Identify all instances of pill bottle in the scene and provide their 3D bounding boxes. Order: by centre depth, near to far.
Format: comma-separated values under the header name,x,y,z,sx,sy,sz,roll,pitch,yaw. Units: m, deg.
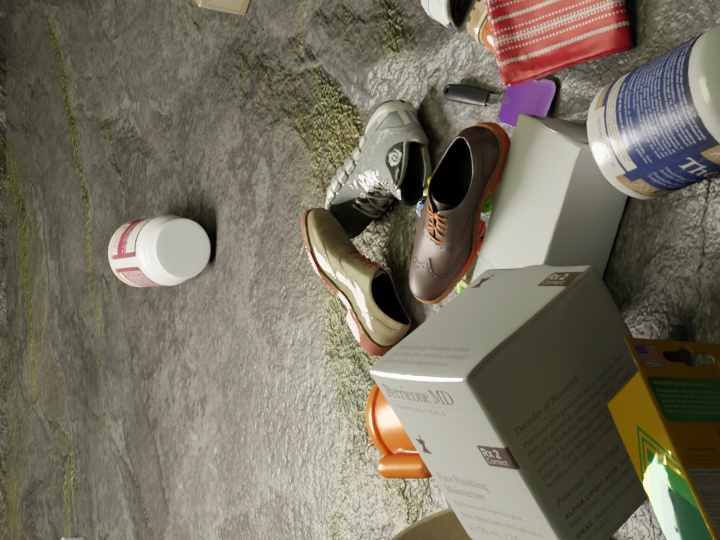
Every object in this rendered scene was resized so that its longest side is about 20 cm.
name,x,y,z,sx,sy,sz,roll,pitch,yaw
pill bottle,0.289,-0.136,1.110,0.200,0.110,0.112,-24,65,58
pill bottle,-0.325,-0.032,2.189,0.200,0.113,0.115,-3,83,60

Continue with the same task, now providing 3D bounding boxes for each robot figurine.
name,x,y,z,sx,sy,sz,roll,pitch,yaw
robot figurine,0.079,0.150,1.434,0.200,0.116,0.145,-23,66,58

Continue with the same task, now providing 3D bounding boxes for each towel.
name,x,y,z,sx,sy,sz,roll,pitch,yaw
towel,0.179,-0.292,1.313,0.144,0.022,0.202,-12,92,32

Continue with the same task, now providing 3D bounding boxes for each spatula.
name,x,y,z,sx,sy,sz,roll,pitch,yaw
spatula,0.143,-0.187,1.468,0.200,0.020,0.057,22,92,62

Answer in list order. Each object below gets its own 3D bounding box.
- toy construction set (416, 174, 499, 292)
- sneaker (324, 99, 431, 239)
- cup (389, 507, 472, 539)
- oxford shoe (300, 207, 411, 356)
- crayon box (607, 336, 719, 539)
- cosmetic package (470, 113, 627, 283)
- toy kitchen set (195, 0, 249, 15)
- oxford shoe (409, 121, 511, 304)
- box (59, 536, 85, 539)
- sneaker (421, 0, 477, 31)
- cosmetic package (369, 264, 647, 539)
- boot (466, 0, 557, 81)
name,x,y,z,sx,sy,sz,roll,pitch,yaw
toy construction set,0.122,-0.038,1.429,0.130,0.092,0.202,11,104,36
sneaker,0.025,-0.096,1.617,0.116,0.075,0.201,59,134,43
cup,0.121,0.335,1.289,0.200,0.199,0.144,24,134,59
oxford shoe,0.000,0.000,1.622,0.075,0.070,0.201,-41,77,42
crayon box,0.279,0.150,1.067,0.052,0.125,0.201,-56,40,41
cosmetic package,0.185,-0.041,1.314,0.113,0.081,0.201,44,122,54
toy kitchen set,-0.256,-0.532,2.095,0.200,0.162,0.181,56,132,49
oxford shoe,0.082,-0.055,1.350,0.071,0.072,0.201,30,115,28
box,-0.579,0.620,2.606,0.200,0.048,0.159,-42,50,50
sneaker,0.127,-0.360,1.490,0.071,0.073,0.201,49,137,41
cosmetic package,0.149,0.121,1.182,0.201,0.165,0.165,58,155,-15
boot,0.199,-0.288,1.353,0.107,0.075,0.201,49,124,28
